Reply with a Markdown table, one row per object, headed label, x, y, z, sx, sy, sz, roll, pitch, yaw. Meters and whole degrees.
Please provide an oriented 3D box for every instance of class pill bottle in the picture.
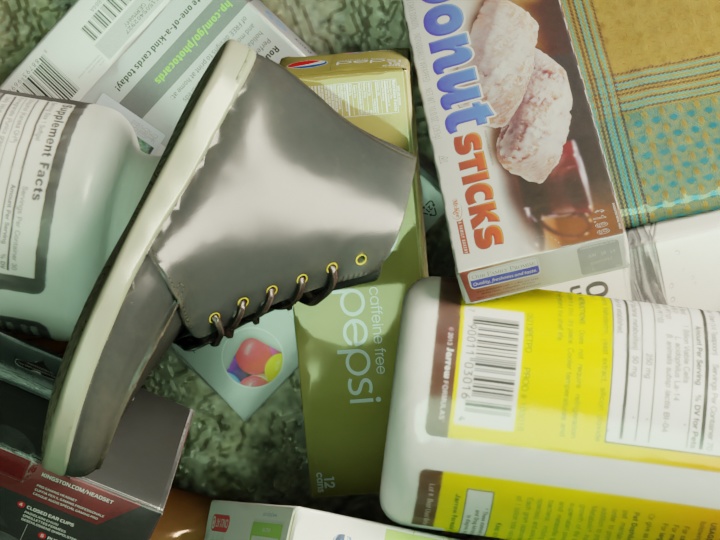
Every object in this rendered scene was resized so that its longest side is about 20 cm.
| label | x | y | z | sx | sy | sz | roll | pitch | yaw |
| --- | --- | --- | --- | --- | --- | --- | --- | --- | --- |
| pill bottle | -0.164 | -0.028 | 0.990 | 0.199 | 0.111 | 0.111 | 9 | 102 | 3 |
| pill bottle | 0.112 | 0.067 | 0.926 | 0.199 | 0.109 | 0.110 | 8 | 102 | 1 |

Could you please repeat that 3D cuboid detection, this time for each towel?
| label | x | y | z | sx | sy | sz | roll | pitch | yaw |
| --- | --- | --- | --- | --- | --- | --- | --- | --- | --- |
| towel | 0.129 | -0.090 | 1.010 | 0.199 | 0.022 | 0.147 | -11 | 70 | 5 |

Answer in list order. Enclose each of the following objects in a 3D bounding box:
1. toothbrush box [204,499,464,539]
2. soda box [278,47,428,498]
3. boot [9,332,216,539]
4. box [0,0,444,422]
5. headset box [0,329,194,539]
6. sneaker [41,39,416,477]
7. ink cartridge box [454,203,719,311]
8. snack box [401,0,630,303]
| label | x | y | z | sx | sy | sz | roll | pitch | yaw |
| --- | --- | --- | --- | --- | --- | --- | --- | --- | --- |
| toothbrush box | 0.035 | 0.165 | 0.987 | 0.199 | 0.146 | 0.086 | 12 | 82 | -16 |
| soda box | 0.000 | 0.000 | 1.004 | 0.064 | 0.068 | 0.201 | -4 | 104 | 3 |
| boot | -0.152 | 0.067 | 1.075 | 0.199 | 0.077 | 0.156 | 8 | 98 | 10 |
| box | -0.076 | -0.050 | 1.055 | 0.200 | 0.041 | 0.156 | 43 | 102 | -4 |
| headset box | -0.175 | 0.111 | 0.977 | 0.148 | 0.077 | 0.200 | 23 | 124 | -7 |
| sneaker | -0.053 | 0.010 | 0.907 | 0.106 | 0.075 | 0.200 | 28 | 78 | -9 |
| ink cartridge box | 0.156 | 0.038 | 1.030 | 0.199 | 0.085 | 0.146 | -12 | 106 | 8 |
| snack box | 0.064 | -0.072 | 0.952 | 0.072 | 0.200 | 0.024 | -14 | 137 | 5 |
